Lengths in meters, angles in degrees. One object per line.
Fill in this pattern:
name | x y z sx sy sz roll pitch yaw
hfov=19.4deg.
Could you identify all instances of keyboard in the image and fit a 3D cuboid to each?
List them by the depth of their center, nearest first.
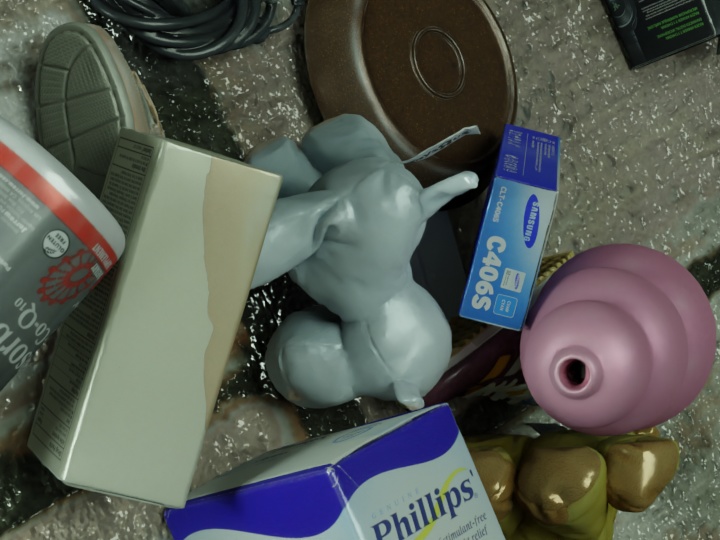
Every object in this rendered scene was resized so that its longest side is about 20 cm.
keyboard | 0.035 -0.056 1.476 0.056 0.011 0.200 -12 85 -46

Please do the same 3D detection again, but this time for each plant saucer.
plant saucer | 0.046 -0.143 1.484 0.200 0.034 0.201 17 64 -39

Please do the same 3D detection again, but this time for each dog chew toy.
dog chew toy | 0.157 0.050 1.344 0.125 0.124 0.200 69 20 -1

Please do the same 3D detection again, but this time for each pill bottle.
pill bottle | -0.230 0.021 1.128 0.116 0.116 0.200 45 79 -20

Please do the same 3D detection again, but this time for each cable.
cable | -0.124 -0.235 1.378 0.163 0.051 0.200 -20 93 -36

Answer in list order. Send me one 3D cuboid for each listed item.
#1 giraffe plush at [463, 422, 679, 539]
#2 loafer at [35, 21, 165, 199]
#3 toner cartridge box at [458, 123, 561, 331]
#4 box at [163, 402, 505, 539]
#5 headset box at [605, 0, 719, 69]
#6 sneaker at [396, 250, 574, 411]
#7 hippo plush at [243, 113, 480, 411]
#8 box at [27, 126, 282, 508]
giraffe plush | 0.129 0.190 1.403 0.200 0.172 0.163 -10 97 -81
loafer | -0.145 -0.055 1.296 0.063 0.072 0.200 -20 96 -58
toner cartridge box | 0.101 -0.033 1.399 0.043 0.200 0.095 13 105 3
box | 0.001 0.200 1.255 0.105 0.184 0.200 -24 92 -39
headset box | 0.266 -0.272 1.673 0.174 0.093 0.200 -26 94 -41
sneaker | 0.103 0.063 1.449 0.200 0.075 0.090 -35 104 -41
hippo plush | 0.000 0.000 1.345 0.159 0.200 0.161 -82 156 -63
box | -0.120 0.026 1.212 0.078 0.095 0.200 16 94 -23
